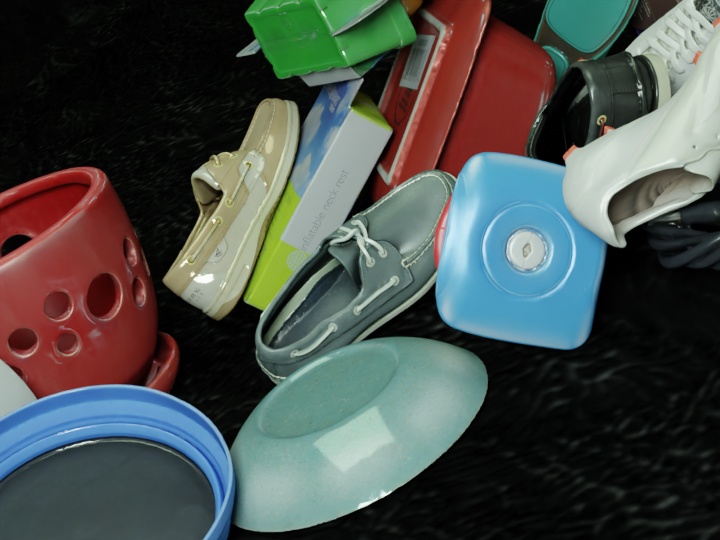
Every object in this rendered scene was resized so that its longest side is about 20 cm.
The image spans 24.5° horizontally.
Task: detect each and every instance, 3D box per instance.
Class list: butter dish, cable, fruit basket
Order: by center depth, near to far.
[{"bbox_3d":[0.258,-0.080,1.030,0.199,0.051,0.164,-32,25,7],"label":"cable"},{"bbox_3d":[0.017,-0.224,1.314,0.199,0.095,0.184,-33,18,-31],"label":"fruit basket"},{"bbox_3d":[0.098,-0.121,1.324,0.200,0.146,0.201,-116,44,-71],"label":"butter dish"}]

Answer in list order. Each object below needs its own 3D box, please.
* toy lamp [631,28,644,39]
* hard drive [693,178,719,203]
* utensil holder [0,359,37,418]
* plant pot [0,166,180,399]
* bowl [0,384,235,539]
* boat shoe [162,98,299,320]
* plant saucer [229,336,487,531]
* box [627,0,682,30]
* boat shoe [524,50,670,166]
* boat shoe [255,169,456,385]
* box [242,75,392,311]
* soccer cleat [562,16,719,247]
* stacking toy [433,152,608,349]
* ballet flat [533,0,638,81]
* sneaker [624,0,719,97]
[{"bbox_3d":[0.330,-0.236,1.413,0.199,0.059,0.058,-27,20,9],"label":"toy lamp"},{"bbox_3d":[0.286,-0.082,1.124,0.134,0.043,0.199,-36,22,-21],"label":"hard drive"},{"bbox_3d":[-0.326,0.159,1.138,0.169,0.171,0.200,-13,24,32],"label":"utensil holder"},{"bbox_3d":[-0.245,0.043,1.286,0.199,0.184,0.201,-24,21,10],"label":"plant pot"},{"bbox_3d":[-0.176,0.155,1.048,0.198,0.040,0.202,-5,39,4],"label":"bowl"},{"bbox_3d":[-0.105,-0.062,1.340,0.074,0.069,0.202,-37,32,58],"label":"boat shoe"},{"bbox_3d":[-0.013,0.093,1.089,0.199,0.039,0.201,-23,21,10],"label":"plant saucer"},{"bbox_3d":[0.235,-0.260,1.373,0.075,0.101,0.200,-32,23,-8],"label":"box"},{"bbox_3d":[0.140,-0.084,1.133,0.062,0.074,0.202,-5,-22,-20],"label":"boat shoe"},{"bbox_3d":[0.000,0.000,1.188,0.200,0.062,0.073,-46,65,-6],"label":"boat shoe"},{"bbox_3d":[-0.037,-0.071,1.347,0.201,0.047,0.122,-61,17,12],"label":"box"},{"bbox_3d":[0.211,-0.089,1.000,0.200,0.069,0.078,-39,42,8],"label":"soccer cleat"},{"bbox_3d":[0.094,-0.014,1.136,0.109,0.117,0.200,11,0,-6],"label":"stacking toy"},{"bbox_3d":[0.181,-0.196,1.379,0.070,0.067,0.201,-39,-16,-48],"label":"ballet flat"},{"bbox_3d":[0.227,-0.157,1.110,0.200,0.077,0.080,-40,-20,26],"label":"sneaker"}]
